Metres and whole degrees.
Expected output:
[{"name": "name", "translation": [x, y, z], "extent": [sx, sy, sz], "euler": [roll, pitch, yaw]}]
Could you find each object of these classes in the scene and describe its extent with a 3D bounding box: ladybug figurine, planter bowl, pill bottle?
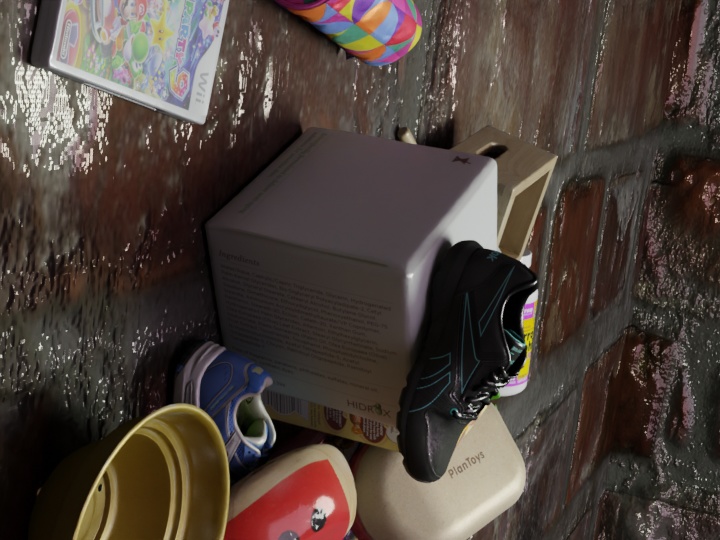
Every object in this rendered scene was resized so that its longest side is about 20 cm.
[{"name": "ladybug figurine", "translation": [-0.076, 0.224, 1.008], "extent": [0.200, 0.072, 0.136], "euler": [-27, 146, -37]}, {"name": "planter bowl", "translation": [-0.182, 0.188, 0.863], "extent": [0.200, 0.083, 0.202], "euler": [-36, 132, -56]}, {"name": "pill bottle", "translation": [0.194, 0.068, 1.667], "extent": [0.104, 0.104, 0.201], "euler": [-27, 125, -62]}]

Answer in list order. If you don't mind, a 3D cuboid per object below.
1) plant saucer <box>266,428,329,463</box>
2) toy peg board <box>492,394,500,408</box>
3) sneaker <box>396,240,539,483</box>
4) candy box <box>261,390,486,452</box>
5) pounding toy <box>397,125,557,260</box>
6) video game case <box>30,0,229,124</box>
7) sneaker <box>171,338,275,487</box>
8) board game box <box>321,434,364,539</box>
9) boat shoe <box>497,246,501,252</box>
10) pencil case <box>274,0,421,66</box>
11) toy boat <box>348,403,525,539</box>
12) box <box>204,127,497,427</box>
[{"name": "plant saucer", "translation": [-0.062, 0.250, 1.220], "extent": [0.200, 0.051, 0.202], "euler": [12, 90, -68]}, {"name": "toy peg board", "translation": [0.089, 0.077, 1.307], "extent": [0.200, 0.097, 0.200], "euler": [-82, 156, -55]}, {"name": "sneaker", "translation": [0.085, 0.079, 0.948], "extent": [0.075, 0.079, 0.201], "euler": [2, 103, -63]}, {"name": "candy box", "translation": [0.011, 0.113, 1.135], "extent": [0.115, 0.199, 0.056], "euler": [-40, 136, -55]}, {"name": "pounding toy", "translation": [0.125, -0.086, 1.433], "extent": [0.200, 0.142, 0.185], "euler": [-35, 146, -55]}, {"name": "video game case", "translation": [-0.153, -0.193, 0.842], "extent": [0.200, 0.018, 0.144], "euler": [11, 90, -68]}, {"name": "sneaker", "translation": [-0.118, 0.160, 1.012], "extent": [0.076, 0.077, 0.201], "euler": [-43, 141, -57]}, {"name": "board game box", "translation": [-0.037, 0.293, 1.178], "extent": [0.200, 0.041, 0.200], "euler": [-57, 149, -42]}, {"name": "boat shoe", "translation": [0.118, -0.058, 1.316], "extent": [0.202, 0.086, 0.075], "euler": [45, 28, -10]}, {"name": "pencil case", "translation": [-0.013, -0.246, 1.070], "extent": [0.200, 0.088, 0.089], "euler": [16, 86, -69]}, {"name": "toy boat", "translation": [0.059, 0.211, 1.180], "extent": [0.199, 0.131, 0.131], "euler": [-23, 83, -41]}, {"name": "box", "translation": [0.000, 0.000, 1.058], "extent": [0.199, 0.199, 0.172], "euler": [-49, 145, -47]}]
